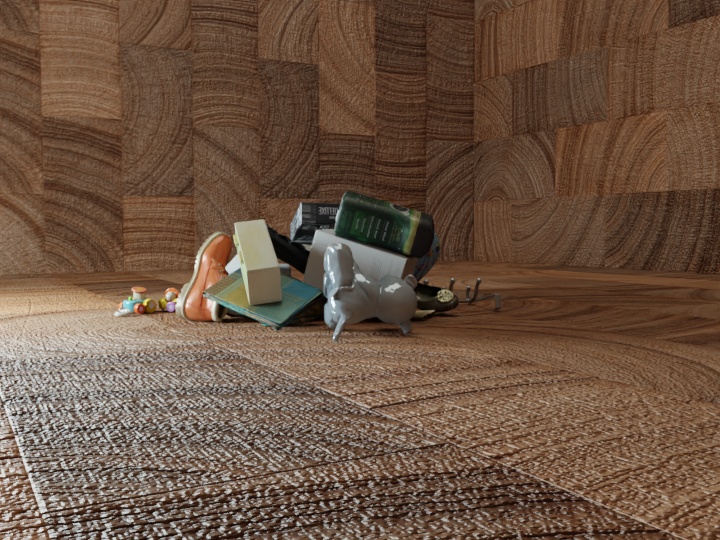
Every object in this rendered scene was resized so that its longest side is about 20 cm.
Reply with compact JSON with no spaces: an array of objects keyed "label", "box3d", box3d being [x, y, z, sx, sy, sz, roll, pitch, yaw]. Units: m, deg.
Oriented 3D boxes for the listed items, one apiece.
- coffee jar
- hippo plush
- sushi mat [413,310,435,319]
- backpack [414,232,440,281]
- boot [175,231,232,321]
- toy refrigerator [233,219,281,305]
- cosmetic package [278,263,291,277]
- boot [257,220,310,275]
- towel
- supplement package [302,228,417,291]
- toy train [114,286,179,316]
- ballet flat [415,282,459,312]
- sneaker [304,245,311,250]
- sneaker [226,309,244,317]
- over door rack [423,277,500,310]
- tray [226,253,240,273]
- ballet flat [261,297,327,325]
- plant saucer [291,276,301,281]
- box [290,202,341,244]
[{"label":"coffee jar","box3d":[0.051,-0.091,1.526,0.197,0.086,0.104,16,17,2]},{"label":"hippo plush","box3d":[0.019,0.030,1.344,0.158,0.162,0.200,-1,3,-8]},{"label":"sushi mat","box3d":[0.051,0.090,1.601,0.197,0.012,0.096,1,4,20]},{"label":"backpack","box3d":[0.084,-0.038,1.823,0.200,0.183,0.134,-45,-6,17]},{"label":"boot","box3d":[-0.291,0.015,1.563,0.106,0.202,0.075,7,-24,26]},{"label":"toy refrigerator","box3d":[-0.204,-0.019,1.486,0.069,0.077,0.201,-7,32,-12]},{"label":"cosmetic package","box3d":[-0.196,0.039,1.751,0.070,0.103,0.200,0,4,-7]},{"label":"boot","box3d":[-0.163,-0.044,1.694,0.198,0.066,0.164,26,-1,-27]},{"label":"towel","box3d":[-0.186,0.046,1.470,0.198,0.022,0.146,19,35,30]},{"label":"supplement package","box3d":[0.000,0.000,1.559,0.197,0.123,0.120,19,10,13]},{"label":"toy train","box3d":[-0.438,0.066,1.686,0.197,0.057,0.150,-1,3,-14]},{"label":"ballet flat","box3d":[0.127,0.046,1.664,0.198,0.047,0.067,15,39,41]},{"label":"sneaker","box3d":[-0.115,0.013,1.873,0.197,0.131,0.080,22,21,-19]},{"label":"sneaker","box3d":[-0.190,0.037,1.609,0.197,0.118,0.076,-1,0,-15]},{"label":"over door rack","box3d":[0.224,0.053,1.772,0.145,0.068,0.200,-2,3,-13]},{"label":"tray","box3d":[-0.318,0.013,1.882,0.106,0.022,0.201,1,41,41]},{"label":"ballet flat","box3d":[-0.129,0.068,1.527,0.070,0.072,0.199,2,4,38]},{"label":"plant saucer","box3d":[-0.229,0.034,1.985,0.197,0.033,0.200,15,-14,4]},{"label":"box","box3d":[-0.070,-0.101,1.703,0.155,0.051,0.200,1,-11,-13]}]
